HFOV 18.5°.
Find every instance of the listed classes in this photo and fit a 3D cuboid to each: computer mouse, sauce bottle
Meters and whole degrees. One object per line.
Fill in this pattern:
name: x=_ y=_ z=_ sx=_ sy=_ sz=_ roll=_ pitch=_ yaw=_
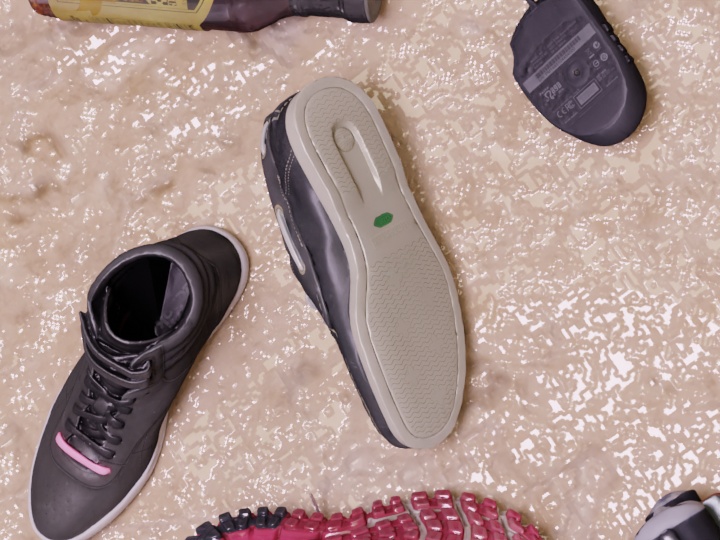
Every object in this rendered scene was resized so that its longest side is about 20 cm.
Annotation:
computer mouse: x=0.091 y=-0.151 z=1.193 sx=0.059 sy=0.034 sz=0.201 roll=-39 pitch=72 yaw=26
sauce bottle: x=-0.086 y=-0.165 z=1.219 sx=0.198 sy=0.066 sz=0.067 roll=4 pitch=87 yaw=15

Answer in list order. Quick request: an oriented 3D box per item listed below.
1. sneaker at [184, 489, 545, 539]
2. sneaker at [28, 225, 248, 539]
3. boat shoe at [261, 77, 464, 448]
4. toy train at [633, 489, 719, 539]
sneaker: x=0.006 y=0.166 z=1.171 sx=0.198 sy=0.081 sz=0.075 roll=-4 pitch=113 yaw=15
sneaker: x=-0.137 y=0.062 z=1.197 sx=0.070 sy=0.099 sz=0.201 roll=32 pitch=95 yaw=13
boat shoe: x=0.000 y=0.000 z=1.186 sx=0.067 sy=0.072 sz=0.201 roll=-23 pitch=87 yaw=53
toy train: x=0.201 y=0.198 z=1.090 sx=0.085 sy=0.114 sz=0.201 roll=-32 pitch=79 yaw=10
